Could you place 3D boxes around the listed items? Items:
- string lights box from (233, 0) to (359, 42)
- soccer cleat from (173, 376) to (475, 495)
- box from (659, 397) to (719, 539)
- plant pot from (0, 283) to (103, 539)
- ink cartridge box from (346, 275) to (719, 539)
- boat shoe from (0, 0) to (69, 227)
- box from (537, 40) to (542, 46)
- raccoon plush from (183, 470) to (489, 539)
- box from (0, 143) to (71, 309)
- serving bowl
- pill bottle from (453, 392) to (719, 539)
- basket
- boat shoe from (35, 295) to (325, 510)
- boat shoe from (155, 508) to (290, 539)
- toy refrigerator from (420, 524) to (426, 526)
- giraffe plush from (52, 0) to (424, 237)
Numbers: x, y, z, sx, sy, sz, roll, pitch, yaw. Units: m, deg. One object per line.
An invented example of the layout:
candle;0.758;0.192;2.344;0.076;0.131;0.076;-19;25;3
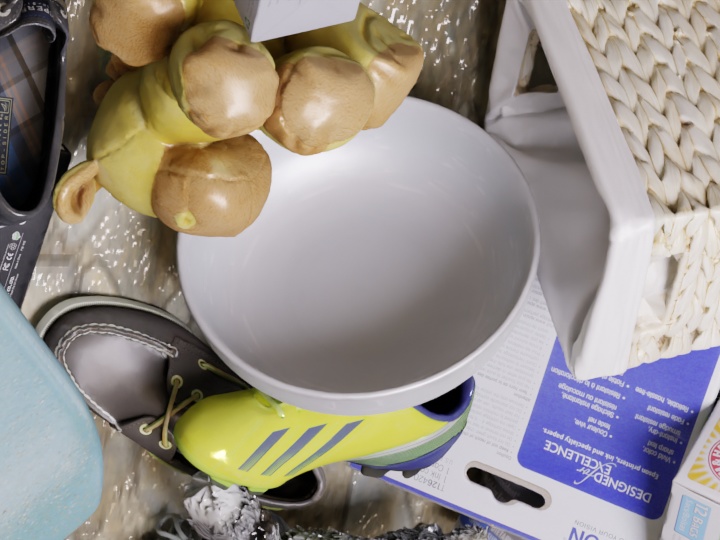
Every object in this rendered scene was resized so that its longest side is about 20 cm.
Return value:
string lights box;-0.056;-0.224;1.302;0.059;0.200;0.103;-14;152;-20
soccer cleat;-0.019;0.078;1.499;0.200;0.065;0.084;0;135;-42
box;0.258;0.110;1.565;0.200;0.101;0.113;-54;159;-38
plant pot;-0.239;0.074;1.327;0.196;0.196;0.200;-41;135;-2
ink cartridge box;0.112;0.057;1.568;0.197;0.047;0.201;22;112;12
boat shoe;-0.177;-0.120;1.357;0.070;0.066;0.201;6;91;-32
box;0.173;-0.120;1.585;0.200;0.041;0.039;25;102;-33
raccoon plush;-0.002;0.156;1.543;0.134;0.097;0.200;-50;133;-30
box;-0.275;0.001;1.410;0.198;0.050;0.201;10;109;-30
serving bowl;0.000;0.000;1.478;0.200;0.200;0.066;-27;149;-13
pill bottle;0.153;0.110;1.646;0.114;0.114;0.200;25;101;-34
basket;0.157;-0.060;1.463;0.123;0.200;0.136;-6;141;-13
boat shoe;-0.099;0.078;1.532;0.201;0.061;0.072;30;99;-35
boat shoe;-0.132;0.195;1.568;0.201;0.074;0.065;-27;128;-5
toy refrigerator;0.085;0.255;1.711;0.076;0.070;0.200;-45;126;-1
giraffe plush;-0.087;-0.088;1.396;0.172;0.200;0.162;5;126;-35
